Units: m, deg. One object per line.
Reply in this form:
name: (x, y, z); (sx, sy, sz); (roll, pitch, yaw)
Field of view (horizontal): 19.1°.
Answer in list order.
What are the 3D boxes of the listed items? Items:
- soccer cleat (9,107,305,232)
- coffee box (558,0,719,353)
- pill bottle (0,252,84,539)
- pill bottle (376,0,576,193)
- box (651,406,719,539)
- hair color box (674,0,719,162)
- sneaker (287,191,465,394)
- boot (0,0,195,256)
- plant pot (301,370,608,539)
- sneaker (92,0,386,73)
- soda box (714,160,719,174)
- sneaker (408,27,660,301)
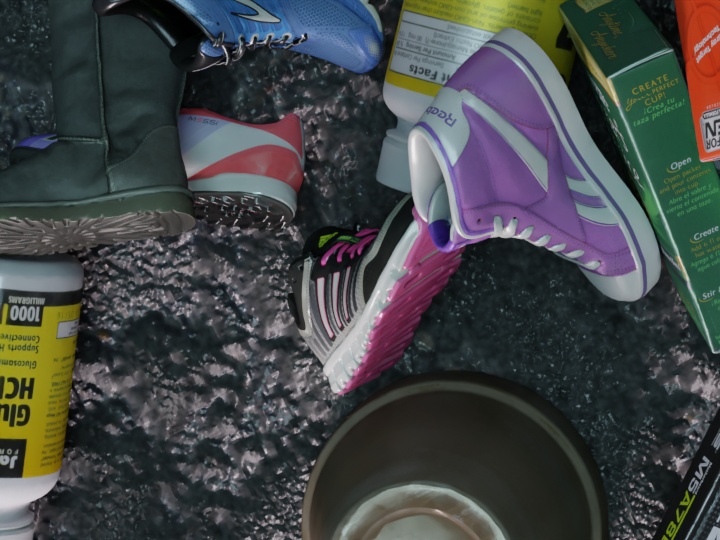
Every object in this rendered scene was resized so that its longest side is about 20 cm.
soccer cleat: (-0.131, -0.074, 1.400); (0.200, 0.068, 0.073); (7, 67, 17)
coffee box: (0.181, -0.063, 1.271); (0.044, 0.123, 0.200); (-24, 120, 3)
pill bottle: (-0.247, 0.085, 1.401); (0.112, 0.112, 0.200); (8, 97, 9)
pill bottle: (0.078, -0.142, 1.324); (0.114, 0.114, 0.200); (15, 98, 8)
box: (0.275, 0.192, 1.320); (0.200, 0.048, 0.193); (23, 102, -18)
hair color box: (0.226, -0.166, 1.177); (0.101, 0.061, 0.200); (-7, 87, -23)
sneaker: (0.000, 0.000, 1.333); (0.074, 0.200, 0.087); (-33, 74, -30)
boot: (-0.187, -0.114, 1.352); (0.182, 0.073, 0.200); (-5, 73, -6)
plant pot: (0.051, 0.172, 1.329); (0.200, 0.174, 0.200); (1, 96, 9)
sneaker: (-0.080, -0.156, 1.337); (0.200, 0.079, 0.089); (17, 70, -18)
soda box: (0.288, -0.137, 1.309); (0.064, 0.068, 0.200); (29, 99, 12)
sneaker: (0.094, -0.033, 1.259); (0.114, 0.073, 0.201); (-46, 121, -16)
